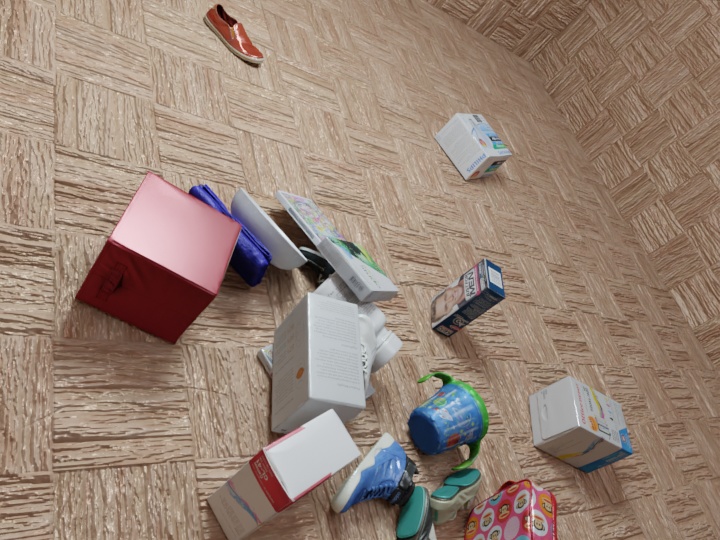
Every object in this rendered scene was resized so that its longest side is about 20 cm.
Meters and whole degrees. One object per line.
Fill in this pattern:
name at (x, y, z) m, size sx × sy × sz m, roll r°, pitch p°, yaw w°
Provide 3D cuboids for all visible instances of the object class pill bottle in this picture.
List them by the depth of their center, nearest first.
pill bottle at (-0.014, 0.105, 1.163) m, size 0.200 × 0.114 × 0.114 m, roll 47°, pitch 38°, yaw 0°

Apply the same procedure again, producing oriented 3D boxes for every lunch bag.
lunch bag at (0.275, 0.481, 1.076) m, size 0.082 × 0.200 × 0.177 m, roll 32°, pitch 40°, yaw -11°

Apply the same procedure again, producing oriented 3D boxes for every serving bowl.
serving bowl at (-0.197, -0.072, 1.169) m, size 0.200 × 0.066 × 0.200 m, roll 49°, pitch -1°, yaw 2°

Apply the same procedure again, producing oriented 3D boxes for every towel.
towel at (-0.250, -0.066, 1.102) m, size 0.049 × 0.148 × 0.200 m, roll -41°, pitch 89°, yaw -21°

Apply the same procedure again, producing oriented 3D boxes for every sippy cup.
sippy cup at (0.173, 0.313, 1.192) m, size 0.130 × 0.140 × 0.178 m, roll -13°, pitch 42°, yaw -38°

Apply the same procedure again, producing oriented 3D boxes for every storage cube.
storage cube at (-0.331, -0.016, 0.958) m, size 0.179 × 0.171 × 0.201 m, roll 30°, pitch 40°, yaw -22°

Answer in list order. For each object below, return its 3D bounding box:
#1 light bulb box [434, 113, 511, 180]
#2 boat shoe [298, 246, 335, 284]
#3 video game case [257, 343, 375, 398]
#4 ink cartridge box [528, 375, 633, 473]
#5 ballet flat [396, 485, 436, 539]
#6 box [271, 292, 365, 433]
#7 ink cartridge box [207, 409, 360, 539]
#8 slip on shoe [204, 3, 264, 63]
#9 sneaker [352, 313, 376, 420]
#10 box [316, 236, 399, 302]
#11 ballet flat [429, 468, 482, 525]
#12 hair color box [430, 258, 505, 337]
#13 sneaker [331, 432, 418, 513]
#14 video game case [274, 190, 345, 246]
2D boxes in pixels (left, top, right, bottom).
light bulb box at (0.407, -0.447, 2.074) m, size 0.198 × 0.125 × 0.201 m, roll -18°, pitch 69°, yaw -50°
boat shoe at (-0.059, 0.018, 1.270) m, size 0.199 × 0.076 × 0.061 m, roll 30°, pitch 80°, yaw 1°
video game case at (-0.081, 0.201, 1.124) m, size 0.199 × 0.023 × 0.183 m, roll -20°, pitch 72°, yaw -50°
ink cartridge box at (0.553, 0.391, 1.460) m, size 0.199 × 0.145 × 0.148 m, roll 29°, pitch 42°, yaw -21°
ballet flat at (0.093, 0.486, 1.013) m, size 0.068 × 0.068 × 0.201 m, roll 44°, pitch 47°, yaw -19°
box at (-0.078, 0.169, 1.011) m, size 0.106 × 0.152 × 0.201 m, roll 16°, pitch 50°, yaw -27°
ink cartridge box at (-0.116, 0.306, 0.854) m, size 0.147 × 0.200 × 0.086 m, roll -18°, pitch 70°, yaw -50°
slip on shoe at (-0.344, -0.652, 1.593) m, size 0.200 × 0.061 × 0.074 m, roll 45°, pitch 36°, yaw -5°
sneaker at (-0.005, 0.179, 1.059) m, size 0.074 × 0.087 × 0.202 m, roll 6°, pitch 82°, yaw -7°
box at (0.000, 0.000, 1.188) m, size 0.145 × 0.036 × 0.200 m, roll 50°, pitch 12°, yaw 13°
ballet flat at (0.186, 0.446, 1.131) m, size 0.199 × 0.069 × 0.070 m, roll 2°, pitch 56°, yaw -56°
hair color box at (0.260, 0.070, 1.418) m, size 0.060 × 0.200 × 0.100 m, roll 28°, pitch 41°, yaw -22°
sneaker at (0.037, 0.385, 1.027) m, size 0.111 × 0.077 × 0.200 m, roll 41°, pitch 30°, yaw 11°
video game case at (-0.097, -0.100, 1.315) m, size 0.200 × 0.018 × 0.143 m, roll 50°, pitch 18°, yaw 21°
